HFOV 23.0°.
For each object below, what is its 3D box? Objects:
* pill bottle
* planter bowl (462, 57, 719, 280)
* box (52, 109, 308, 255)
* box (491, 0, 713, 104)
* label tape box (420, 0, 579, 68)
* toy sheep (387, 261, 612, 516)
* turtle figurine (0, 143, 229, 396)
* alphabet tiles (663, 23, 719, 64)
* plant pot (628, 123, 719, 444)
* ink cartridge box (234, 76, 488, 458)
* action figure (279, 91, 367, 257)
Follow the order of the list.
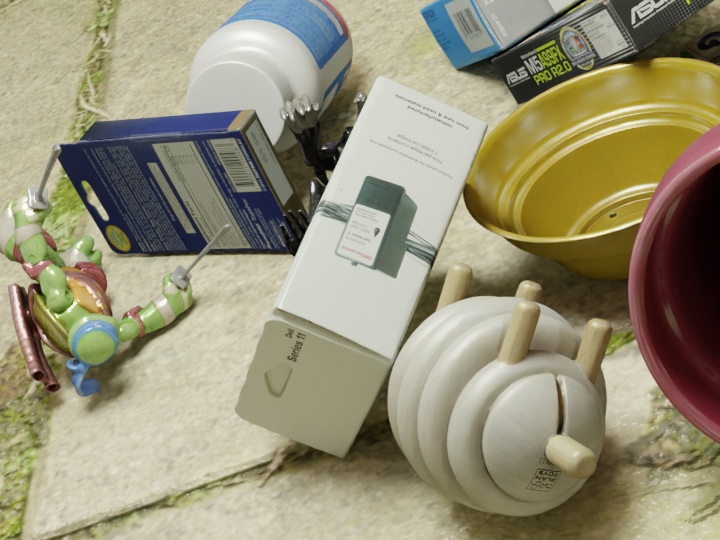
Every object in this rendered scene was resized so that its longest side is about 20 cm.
[{"bbox_3d":[-0.078,-0.161,1.461,0.112,0.113,0.200,-15,17,17],"label":"pill bottle"},{"bbox_3d":[0.175,-0.053,1.193,0.200,0.084,0.201,-18,33,12],"label":"planter bowl"},{"bbox_3d":[-0.142,-0.067,1.405,0.199,0.121,0.032,-1,40,34],"label":"box"},{"bbox_3d":[0.207,-0.199,1.334,0.160,0.044,0.200,-35,7,-19],"label":"box"},{"bbox_3d":[0.160,-0.249,1.456,0.200,0.066,0.143,-35,7,-10],"label":"label tape box"},{"bbox_3d":[0.083,0.076,1.029,0.138,0.138,0.200,-31,20,-8],"label":"toy sheep"},{"bbox_3d":[-0.201,-0.017,1.362,0.143,0.201,0.194,-1,17,-27],"label":"turtle figurine"},{"bbox_3d":[0.274,-0.126,1.301,0.167,0.008,0.200,-31,32,-7],"label":"alphabet tiles"},{"bbox_3d":[0.259,-0.015,0.996,0.199,0.201,0.179,-13,19,21],"label":"plant pot"},{"bbox_3d":[0.000,0.000,1.148,0.083,0.147,0.200,24,57,0],"label":"ink cartridge box"},{"bbox_3d":[0.001,-0.086,1.349,0.118,0.102,0.200,-2,37,11],"label":"action figure"}]
